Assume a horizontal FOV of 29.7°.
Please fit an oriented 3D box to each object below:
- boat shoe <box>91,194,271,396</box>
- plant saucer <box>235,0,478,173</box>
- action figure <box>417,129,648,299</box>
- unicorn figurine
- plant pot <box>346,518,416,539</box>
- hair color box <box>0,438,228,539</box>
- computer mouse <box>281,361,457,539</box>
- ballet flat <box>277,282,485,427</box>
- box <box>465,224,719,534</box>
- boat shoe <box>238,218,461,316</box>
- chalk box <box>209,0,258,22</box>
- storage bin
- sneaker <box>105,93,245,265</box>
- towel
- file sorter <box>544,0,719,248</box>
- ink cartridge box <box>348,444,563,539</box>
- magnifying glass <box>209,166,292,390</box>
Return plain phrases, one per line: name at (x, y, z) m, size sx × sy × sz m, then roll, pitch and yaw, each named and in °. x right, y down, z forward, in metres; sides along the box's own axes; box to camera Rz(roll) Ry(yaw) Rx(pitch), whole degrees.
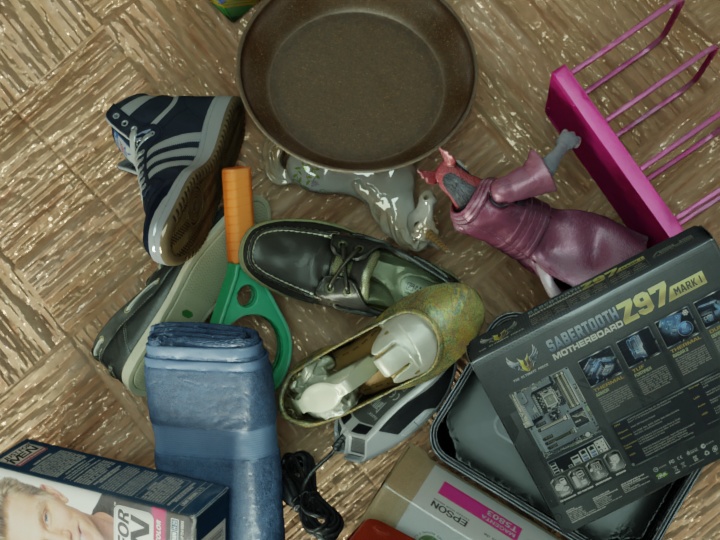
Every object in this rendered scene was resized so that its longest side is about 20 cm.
boat shoe at (-0.154, 0.009, 1.169) m, size 0.068 × 0.072 × 0.200 m, roll 32°, pitch 82°, yaw 36°
plant saucer at (-0.003, -0.161, 1.131) m, size 0.200 × 0.037 × 0.201 m, roll 1°, pitch 66°, yaw -3°
action figure at (0.128, -0.028, 1.088) m, size 0.200 × 0.134 × 0.149 m, roll 26°, pitch 56°, yaw -15°
unicorn figurine at (0.007, -0.091, 1.164) m, size 0.199 × 0.074 × 0.138 m, roll 9°, pitch 86°, yaw 23°
plant pot at (0.015, 0.303, 0.979) m, size 0.200 × 0.200 × 0.177 m, roll 27°, pitch 109°, yaw 11°
hair color box at (-0.209, 0.212, 1.119) m, size 0.199 × 0.061 × 0.100 m, roll 9°, pitch 109°, yaw 22°
computer mouse at (0.015, 0.132, 1.135) m, size 0.200 × 0.110 × 0.044 m, roll -44°, pitch 119°, yaw -5°
ballet flat at (0.012, 0.075, 1.095) m, size 0.200 × 0.071 × 0.071 m, roll -29°, pitch 82°, yaw 28°
box at (0.201, 0.081, 1.008) m, size 0.200 × 0.051 × 0.158 m, roll -29°, pitch 103°, yaw 7°
boat shoe at (0.000, 0.001, 1.125) m, size 0.200 × 0.066 × 0.072 m, roll 17°, pitch 84°, yaw -13°
chalk box at (-0.120, -0.312, 1.125) m, size 0.124 × 0.200 × 0.124 m, roll -42°, pitch 82°, yaw 1°
storage bin at (0.169, 0.135, 1.108) m, size 0.200 × 0.094 × 0.135 m, roll 31°, pitch 89°, yaw 7°
sneaker at (-0.173, -0.081, 1.140) m, size 0.108 × 0.070 × 0.200 m, roll 7°, pitch 43°, yaw 10°
towel at (-0.117, 0.142, 1.120) m, size 0.111 × 0.049 × 0.201 m, roll 3°, pitch 106°, yaw 22°
file sorter at (0.258, -0.097, 1.096) m, size 0.125 × 0.139 × 0.200 m, roll -34°, pitch 82°, yaw 1°
ink cartridge box at (0.078, 0.264, 1.086) m, size 0.200 × 0.075 × 0.165 m, roll 31°, pitch 116°, yaw 9°
magnifying glass at (-0.098, 0.013, 1.145) m, size 0.079 × 0.022 × 0.201 m, roll -10°, pitch 102°, yaw -33°
